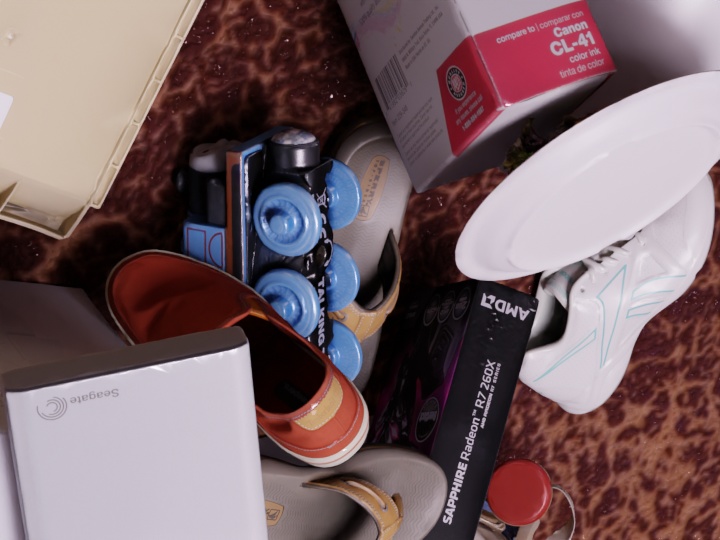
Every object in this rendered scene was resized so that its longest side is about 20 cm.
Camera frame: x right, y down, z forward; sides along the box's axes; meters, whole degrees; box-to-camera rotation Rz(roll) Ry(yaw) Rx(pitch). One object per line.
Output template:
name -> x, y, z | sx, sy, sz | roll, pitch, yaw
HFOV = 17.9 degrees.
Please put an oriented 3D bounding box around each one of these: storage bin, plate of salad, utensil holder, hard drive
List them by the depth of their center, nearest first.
hard drive -> -0.117, 0.135, 1.243 | 0.131, 0.027, 0.202 | -11, 118, -13
storage bin -> -0.209, -0.144, 1.271 | 0.199, 0.094, 0.200 | 20, 103, -37
plate of salad -> 0.138, -0.060, 1.325 | 0.199, 0.048, 0.200 | -25, 159, -10
utensil holder -> 0.159, -0.145, 1.447 | 0.169, 0.170, 0.201 | 25, 102, -38

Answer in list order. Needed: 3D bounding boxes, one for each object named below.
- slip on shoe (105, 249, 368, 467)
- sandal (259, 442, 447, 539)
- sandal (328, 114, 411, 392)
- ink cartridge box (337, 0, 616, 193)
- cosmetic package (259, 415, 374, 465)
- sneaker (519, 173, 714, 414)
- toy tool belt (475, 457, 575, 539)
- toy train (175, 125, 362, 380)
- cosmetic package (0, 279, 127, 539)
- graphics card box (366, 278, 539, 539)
slip on shoe -> -0.076, 0.041, 1.333 | 0.074, 0.199, 0.061 | -47, 146, -13
sandal -> -0.017, 0.143, 1.337 | 0.199, 0.054, 0.082 | 11, 102, -47
sandal -> 0.000, 0.000, 1.487 | 0.081, 0.055, 0.202 | 7, 111, -33
ink cartridge box -> 0.051, -0.167, 1.322 | 0.085, 0.148, 0.202 | -17, 80, -22
cosmetic package -> -0.067, 0.160, 1.543 | 0.198, 0.051, 0.083 | -10, 118, -27
sneaker -> 0.176, 0.005, 1.599 | 0.080, 0.070, 0.201 | 25, 100, -35
toy tool belt -> 0.074, 0.214, 1.634 | 0.201, 0.124, 0.123 | -55, 171, 6
toy train -> -0.063, 0.007, 1.422 | 0.087, 0.113, 0.202 | -36, 129, -59
cosmetic package -> -0.225, 0.098, 1.318 | 0.198, 0.200, 0.124 | 7, 111, -33
graphics card box -> 0.048, 0.109, 1.491 | 0.051, 0.125, 0.202 | 21, 78, -17
